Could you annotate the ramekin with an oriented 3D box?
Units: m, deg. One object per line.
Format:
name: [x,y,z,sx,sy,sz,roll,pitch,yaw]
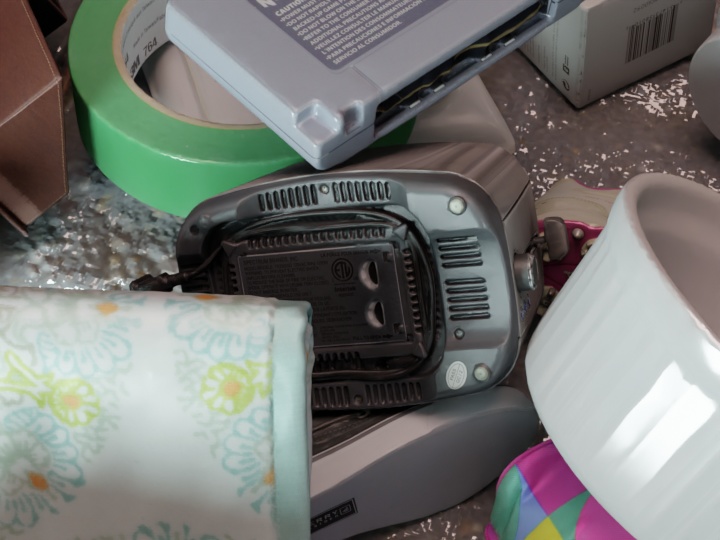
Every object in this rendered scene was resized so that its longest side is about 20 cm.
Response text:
ramekin: [0.170,0.058,0.865,0.199,0.098,0.201,32,26,-17]

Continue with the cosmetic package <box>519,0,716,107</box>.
cosmetic package: [0.119,-0.204,1.166,0.107,0.085,0.200,-27,54,-19]

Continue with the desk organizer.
desk organizer: [-0.205,-0.122,1.070,0.077,0.072,0.201,-36,47,6]

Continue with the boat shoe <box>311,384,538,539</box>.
boat shoe: [-0.011,0.092,0.913,0.198,0.069,0.057,-21,51,-15]

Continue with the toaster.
toaster: [0.000,0.000,0.933,0.198,0.115,0.129,-6,11,21]

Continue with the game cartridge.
game cartridge: [0.009,-0.140,0.939,0.199,0.041,0.133,-34,64,-27]

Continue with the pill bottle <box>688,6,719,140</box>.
pill bottle: [0.277,-0.151,1.100,0.112,0.113,0.200,31,55,25]

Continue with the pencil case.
pencil case: [0.126,0.166,0.837,0.088,0.089,0.201,-17,49,-15]

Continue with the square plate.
square plate: [-0.029,-0.125,1.132,0.196,0.029,0.201,-12,49,-11]

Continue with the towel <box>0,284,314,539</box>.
towel: [-0.104,0.108,0.825,0.169,0.202,0.048,1,12,1]

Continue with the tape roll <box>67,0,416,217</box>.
tape roll: [-0.065,-0.115,1.073,0.198,0.048,0.202,0,47,0]

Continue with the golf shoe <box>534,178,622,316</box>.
golf shoe: [0.178,-0.004,0.997,0.198,0.076,0.092,17,32,4]
